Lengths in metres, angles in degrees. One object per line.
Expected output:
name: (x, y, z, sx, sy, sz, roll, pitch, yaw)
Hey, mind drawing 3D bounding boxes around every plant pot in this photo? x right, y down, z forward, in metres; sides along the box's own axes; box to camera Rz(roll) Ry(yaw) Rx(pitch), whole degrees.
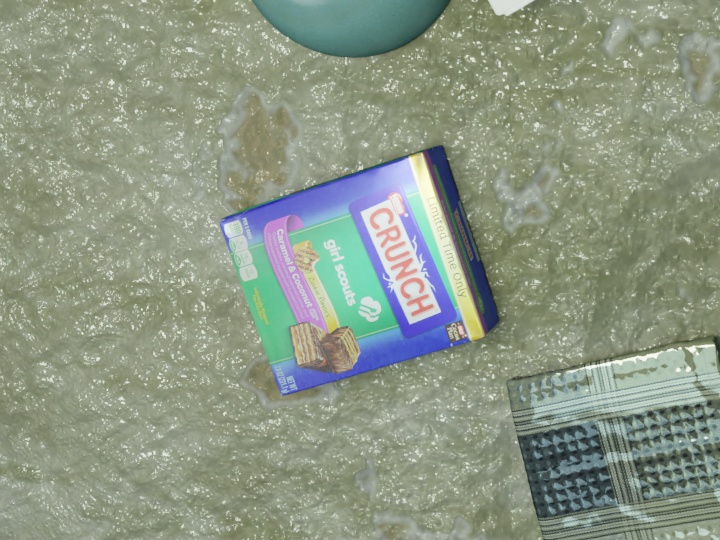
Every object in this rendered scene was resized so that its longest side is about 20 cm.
plant pot: (-0.022, -0.272, 1.159, 0.198, 0.135, 0.202, 3, 104, 14)

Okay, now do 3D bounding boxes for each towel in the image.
towel: (0.243, 0.166, 1.245, 0.198, 0.035, 0.194, -13, 96, 20)

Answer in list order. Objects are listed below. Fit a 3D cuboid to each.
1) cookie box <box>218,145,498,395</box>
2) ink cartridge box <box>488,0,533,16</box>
cookie box: (0.000, 0.000, 1.246, 0.199, 0.075, 0.172, -18, 96, 18)
ink cartridge box: (0.131, -0.326, 1.112, 0.146, 0.083, 0.201, -26, 96, 39)
